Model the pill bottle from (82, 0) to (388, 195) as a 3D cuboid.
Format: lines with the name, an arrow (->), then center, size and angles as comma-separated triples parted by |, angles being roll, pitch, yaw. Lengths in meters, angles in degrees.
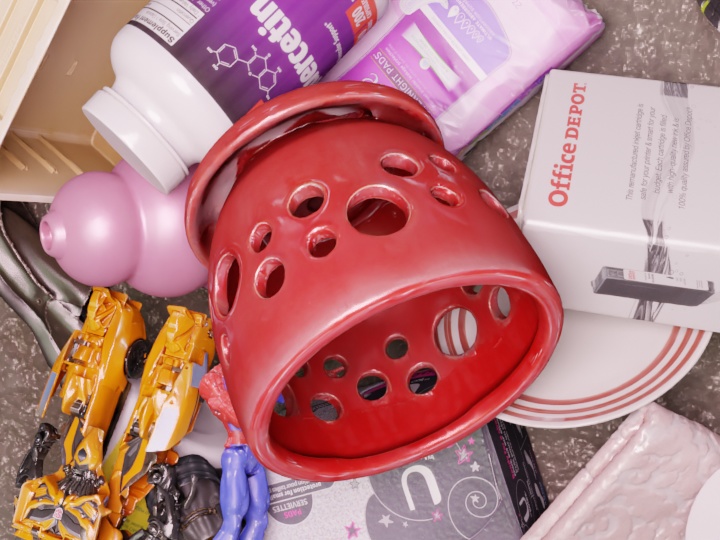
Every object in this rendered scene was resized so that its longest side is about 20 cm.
pill bottle -> -0.082, -0.146, 0.754 | 0.112, 0.113, 0.200 | 42, 81, 6

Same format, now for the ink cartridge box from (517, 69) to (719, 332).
ink cartridge box -> 0.206, -0.044, 0.748 | 0.198, 0.145, 0.084 | 9, 142, 11

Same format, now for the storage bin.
storage bin -> -0.183, -0.154, 0.818 | 0.094, 0.199, 0.200 | 39, 107, 23

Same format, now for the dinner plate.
dinner plate -> 0.141, 0.026, 0.792 | 0.198, 0.202, 0.024 | -4, 140, 16

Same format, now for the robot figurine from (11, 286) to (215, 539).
robot figurine -> -0.177, 0.117, 0.815 | 0.144, 0.058, 0.202 | 11, 75, 26

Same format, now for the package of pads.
package of pads -> 0.060, -0.150, 0.822 | 0.200, 0.076, 0.121 | -41, 82, 17

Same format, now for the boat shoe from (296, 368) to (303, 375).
boat shoe -> -0.015, 0.031, 0.872 | 0.199, 0.073, 0.075 | -34, 89, 18

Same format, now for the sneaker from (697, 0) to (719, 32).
sneaker -> 0.303, -0.151, 0.757 | 0.200, 0.081, 0.074 | 42, 105, 26

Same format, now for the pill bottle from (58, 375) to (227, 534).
pill bottle -> -0.187, 0.182, 0.922 | 0.114, 0.114, 0.201 | 37, 106, 7

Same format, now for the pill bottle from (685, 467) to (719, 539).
pill bottle -> 0.308, 0.200, 0.743 | 0.199, 0.114, 0.114 | 32, 108, -25

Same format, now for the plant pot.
plant pot -> 0.000, 0.000, 0.710 | 0.200, 0.200, 0.184 | -36, 53, 18

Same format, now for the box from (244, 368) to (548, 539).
box -> 0.021, 0.154, 0.859 | 0.198, 0.115, 0.133 | -18, 94, 17

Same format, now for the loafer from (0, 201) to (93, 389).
loafer -> -0.239, 0.015, 0.940 | 0.071, 0.073, 0.201 | -30, 98, 13

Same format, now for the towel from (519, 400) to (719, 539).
towel -> 0.202, 0.193, 0.796 | 0.199, 0.032, 0.192 | 27, 109, -33

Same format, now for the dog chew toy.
dog chew toy -> -0.128, -0.036, 0.828 | 0.124, 0.199, 0.126 | 18, 113, 51

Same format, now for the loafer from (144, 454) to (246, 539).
loafer -> -0.101, 0.224, 0.877 | 0.072, 0.201, 0.072 | -33, 45, -5

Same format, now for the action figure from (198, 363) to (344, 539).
action figure -> -0.058, 0.133, 0.785 | 0.098, 0.065, 0.202 | -12, 79, 27
